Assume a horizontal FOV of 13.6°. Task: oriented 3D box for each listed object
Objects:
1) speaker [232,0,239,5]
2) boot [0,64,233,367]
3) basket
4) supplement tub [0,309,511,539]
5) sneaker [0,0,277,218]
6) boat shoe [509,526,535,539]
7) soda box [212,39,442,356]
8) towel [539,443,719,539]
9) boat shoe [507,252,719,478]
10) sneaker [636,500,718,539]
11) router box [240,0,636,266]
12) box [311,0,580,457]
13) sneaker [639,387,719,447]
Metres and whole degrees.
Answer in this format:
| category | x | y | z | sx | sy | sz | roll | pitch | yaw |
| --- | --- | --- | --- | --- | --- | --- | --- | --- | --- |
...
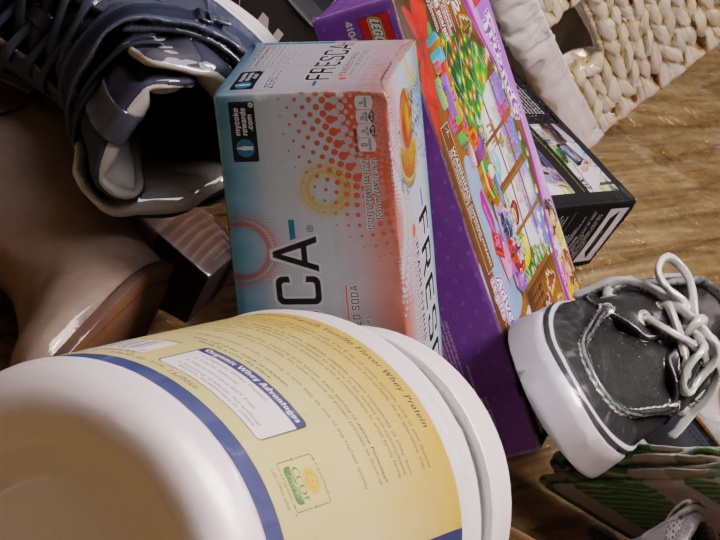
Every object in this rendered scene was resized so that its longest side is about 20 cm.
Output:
| category | x | y | z | sx | sy | sz | roll | pitch | yaw |
| --- | --- | --- | --- | --- | --- | --- | --- | --- | --- |
| speaker | -0.118 | -0.182 | 1.473 | 0.081 | 0.081 | 0.200 | 22 | 28 | -30 |
| boot | -0.137 | -0.019 | 1.191 | 0.146 | 0.070 | 0.200 | 34 | 23 | 8 |
| basket | 0.104 | -0.208 | 1.639 | 0.200 | 0.160 | 0.198 | 56 | 0 | 33 |
| supplement tub | -0.047 | 0.090 | 1.014 | 0.144 | 0.145 | 0.200 | 46 | 26 | 18 |
| sneaker | -0.120 | -0.095 | 1.184 | 0.201 | 0.077 | 0.146 | 26 | 20 | -9 |
| boat shoe | 0.084 | 0.173 | 1.157 | 0.200 | 0.072 | 0.072 | 39 | -18 | 38 |
| soda box | -0.008 | 0.017 | 1.140 | 0.068 | 0.201 | 0.064 | 0 | 21 | 12 |
| towel | 0.186 | 0.111 | 1.276 | 0.152 | 0.200 | 0.023 | 33 | 69 | -24 |
| boat shoe | 0.118 | 0.035 | 1.260 | 0.074 | 0.068 | 0.199 | 62 | 18 | 8 |
| sneaker | 0.162 | 0.179 | 1.198 | 0.200 | 0.082 | 0.075 | 49 | 27 | 24 |
| router box | 0.027 | -0.083 | 1.528 | 0.200 | 0.051 | 0.149 | 49 | 28 | 23 |
| box | 0.044 | -0.035 | 1.284 | 0.137 | 0.039 | 0.201 | -54 | 128 | -66 |
| sneaker | 0.218 | 0.094 | 1.449 | 0.199 | 0.080 | 0.079 | 25 | 26 | -30 |
